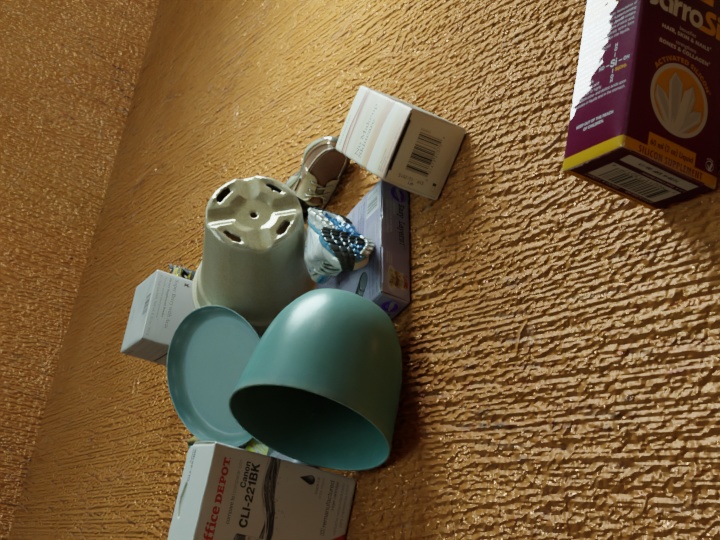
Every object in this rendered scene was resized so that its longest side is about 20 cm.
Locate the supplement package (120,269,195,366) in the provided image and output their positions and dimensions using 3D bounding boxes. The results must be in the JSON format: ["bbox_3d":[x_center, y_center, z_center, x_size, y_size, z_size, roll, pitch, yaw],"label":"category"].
[{"bbox_3d":[-0.272,0.096,1.892,0.120,0.199,0.122,-29,47,58],"label":"supplement package"}]

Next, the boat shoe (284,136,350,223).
[{"bbox_3d":[-0.065,-0.134,1.780,0.200,0.075,0.072,127,149,-55],"label":"boat shoe"}]

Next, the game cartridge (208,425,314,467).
[{"bbox_3d":[-0.144,0.244,1.612,0.133,0.041,0.200,-42,42,0],"label":"game cartridge"}]

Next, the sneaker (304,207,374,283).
[{"bbox_3d":[-0.035,-0.018,1.514,0.200,0.074,0.087,-124,50,-72],"label":"sneaker"}]

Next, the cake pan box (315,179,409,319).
[{"bbox_3d":[0.000,0.000,1.556,0.184,0.052,0.201,-44,35,43],"label":"cake pan box"}]

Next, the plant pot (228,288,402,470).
[{"bbox_3d":[-0.038,0.122,1.383,0.200,0.200,0.162,-36,28,53],"label":"plant pot"}]

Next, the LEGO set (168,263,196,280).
[{"bbox_3d":[-0.310,0.064,2.101,0.153,0.115,0.202,-3,70,65],"label":"LEGO set"}]

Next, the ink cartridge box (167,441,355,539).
[{"bbox_3d":[-0.121,0.302,1.404,0.084,0.199,0.146,-19,55,61],"label":"ink cartridge box"}]

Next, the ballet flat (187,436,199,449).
[{"bbox_3d":[-0.180,0.254,1.715,0.199,0.069,0.063,1,63,43],"label":"ballet flat"}]

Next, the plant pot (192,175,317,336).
[{"bbox_3d":[-0.147,-0.027,1.634,0.184,0.198,0.202,94,177,-53],"label":"plant pot"}]

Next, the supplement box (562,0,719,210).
[{"bbox_3d":[0.261,-0.172,1.033,0.085,0.110,0.202,-21,54,60],"label":"supplement box"}]

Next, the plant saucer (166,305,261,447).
[{"bbox_3d":[-0.193,0.148,1.614,0.199,0.027,0.202,3,96,35],"label":"plant saucer"}]

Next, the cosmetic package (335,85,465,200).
[{"bbox_3d":[0.049,-0.174,1.530,0.104,0.087,0.200,-68,23,8],"label":"cosmetic package"}]
